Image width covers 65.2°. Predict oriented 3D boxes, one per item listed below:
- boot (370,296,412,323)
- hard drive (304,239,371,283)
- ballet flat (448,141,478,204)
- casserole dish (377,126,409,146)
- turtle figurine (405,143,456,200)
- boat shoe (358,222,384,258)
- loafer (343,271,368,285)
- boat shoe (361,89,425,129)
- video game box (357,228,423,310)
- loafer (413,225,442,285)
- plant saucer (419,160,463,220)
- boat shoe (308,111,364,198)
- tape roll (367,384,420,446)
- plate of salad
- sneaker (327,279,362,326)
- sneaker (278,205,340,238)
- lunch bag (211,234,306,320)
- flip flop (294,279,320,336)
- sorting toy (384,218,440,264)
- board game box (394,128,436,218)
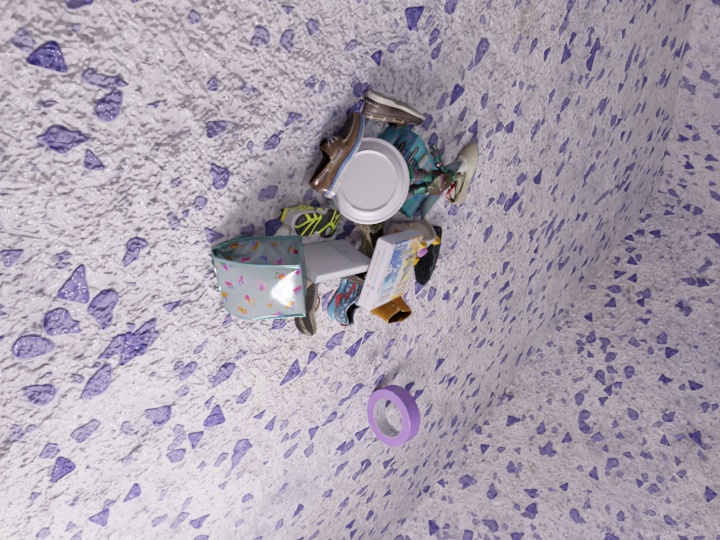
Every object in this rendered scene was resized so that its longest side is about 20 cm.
[{"bbox_3d":[0.108,0.086,1.690,0.199,0.143,0.072,-28,138,-35],"label":"boot"},{"bbox_3d":[-0.076,-0.027,1.380,0.198,0.131,0.027,-13,130,-45],"label":"hard drive"},{"bbox_3d":[0.307,-0.291,1.708,0.069,0.069,0.203,-23,133,-39],"label":"ballet flat"},{"bbox_3d":[0.073,-0.290,1.437,0.200,0.039,0.122,-46,145,-14],"label":"casserole dish"},{"bbox_3d":[0.177,-0.236,1.414,0.197,0.100,0.152,-18,134,-37],"label":"turtle figurine"},{"bbox_3d":[0.040,-0.105,1.523,0.073,0.062,0.202,-36,141,-27],"label":"boat shoe"},{"bbox_3d":[0.000,0.000,1.492,0.196,0.063,0.074,7,83,-28],"label":"loafer"},{"bbox_3d":[0.080,-0.375,1.351,0.198,0.072,0.060,2,122,-48],"label":"boat shoe"},{"bbox_3d":[0.080,-0.005,1.461,0.199,0.046,0.185,-20,134,-58],"label":"video game box"},{"bbox_3d":[0.223,-0.047,1.793,0.072,0.072,0.203,-23,135,-45],"label":"loafer"},{"bbox_3d":[0.218,-0.238,1.606,0.203,0.038,0.201,-55,180,0],"label":"plant saucer"},{"bbox_3d":[-0.054,-0.267,1.262,0.071,0.072,0.204,20,94,-28],"label":"boat shoe"},{"bbox_3d":[0.116,0.513,1.995,0.065,0.199,0.204,-9,124,-45],"label":"tape roll"},{"bbox_3d":[0.018,-0.213,1.341,0.048,0.197,0.203,-91,-154,-76],"label":"plate of salad"},{"bbox_3d":[-0.010,0.062,1.565,0.079,0.095,0.203,10,108,-53],"label":"sneaker"},{"bbox_3d":[-0.112,-0.123,1.314,0.199,0.076,0.077,2,114,-64],"label":"sneaker"},{"bbox_3d":[-0.219,0.016,1.237,0.195,0.123,0.173,-2,132,0],"label":"lunch bag"},{"bbox_3d":[-0.134,0.086,1.457,0.058,0.080,0.203,-49,150,-41],"label":"flip flop"},{"bbox_3d":[0.128,-0.048,1.640,0.199,0.107,0.181,-17,146,-56],"label":"sorting toy"},{"bbox_3d":[0.125,-0.247,1.464,0.152,0.047,0.200,-54,149,-2],"label":"board game box"}]
